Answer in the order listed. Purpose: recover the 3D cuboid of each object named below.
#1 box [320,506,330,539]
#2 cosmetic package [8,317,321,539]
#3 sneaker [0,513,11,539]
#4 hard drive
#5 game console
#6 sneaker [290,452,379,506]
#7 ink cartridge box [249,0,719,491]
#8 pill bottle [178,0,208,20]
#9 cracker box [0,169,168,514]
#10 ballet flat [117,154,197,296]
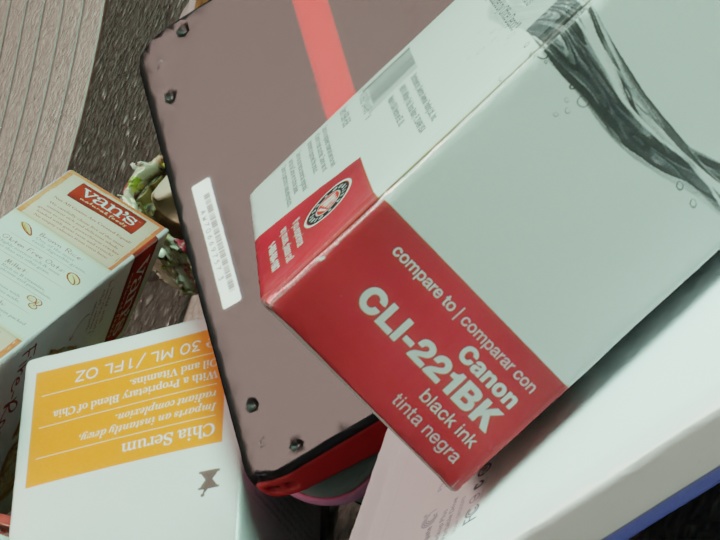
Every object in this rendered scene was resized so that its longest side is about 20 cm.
[{"bbox_3d":[-0.093,0.195,1.214,0.164,0.086,0.200,-49,27,48],"label":"box"},{"bbox_3d":[-0.074,0.120,1.096,0.101,0.071,0.200,-15,50,19],"label":"cosmetic package"},{"bbox_3d":[-0.160,0.122,1.130,0.201,0.067,0.108,82,-168,-45],"label":"sneaker"},{"bbox_3d":[0.075,0.035,0.853,0.200,0.025,0.132,-36,18,31],"label":"hard drive"},{"bbox_3d":[0.011,-0.040,1.062,0.177,0.031,0.200,-31,59,26],"label":"game console"},{"bbox_3d":[0.000,0.000,1.126,0.079,0.095,0.200,-10,69,26],"label":"sneaker"},{"bbox_3d":[0.067,-0.048,0.880,0.200,0.084,0.144,-44,12,7],"label":"ink cartridge box"},{"bbox_3d":[-0.012,-0.105,1.264,0.200,0.114,0.114,-15,56,69],"label":"pill bottle"},{"bbox_3d":[-0.165,0.055,1.224,0.200,0.058,0.134,-45,-17,-58],"label":"cracker box"},{"bbox_3d":[-0.042,-0.020,1.254,0.200,0.064,0.076,-1,47,54],"label":"ballet flat"}]
